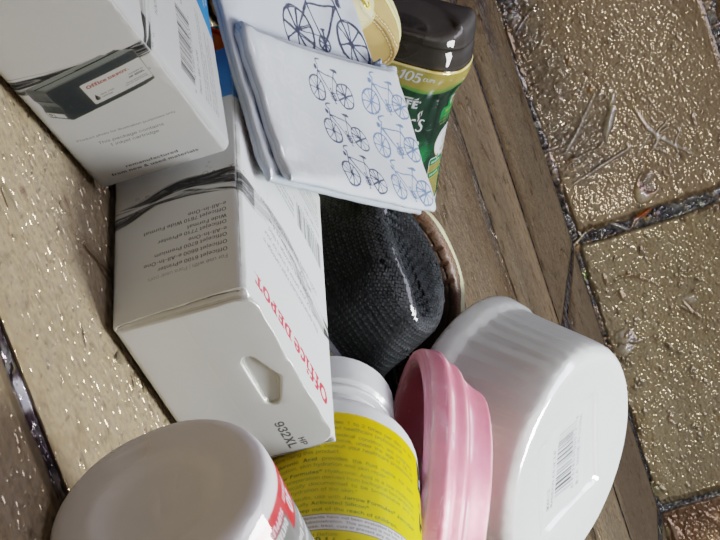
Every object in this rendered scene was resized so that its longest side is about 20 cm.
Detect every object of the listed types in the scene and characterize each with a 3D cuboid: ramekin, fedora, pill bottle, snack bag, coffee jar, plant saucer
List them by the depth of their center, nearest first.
[{"bbox_3d":[-0.059,0.180,0.993,0.114,0.113,0.201,-90,160,-52],"label":"pill bottle"},{"bbox_3d":[-0.018,0.147,1.228,0.201,0.111,0.112,-92,161,-50],"label":"pill bottle"},{"bbox_3d":[-0.029,-0.134,1.274,0.188,0.021,0.201,10,59,-58],"label":"snack bag"},{"bbox_3d":[0.048,0.154,1.348,0.201,0.050,0.202,-172,-90,-83],"label":"plant saucer"},{"bbox_3d":[0.000,0.000,1.451,0.201,0.091,0.201,50,21,-28],"label":"fedora"},{"bbox_3d":[0.115,0.128,1.508,0.200,0.097,0.202,-34,133,-46],"label":"ramekin"},{"bbox_3d":[0.022,-0.118,1.575,0.085,0.104,0.201,-57,162,-62],"label":"coffee jar"}]

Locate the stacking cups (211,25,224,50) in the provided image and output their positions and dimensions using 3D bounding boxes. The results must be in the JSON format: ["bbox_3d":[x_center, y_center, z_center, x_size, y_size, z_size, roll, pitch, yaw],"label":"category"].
[{"bbox_3d":[-0.103,-0.139,1.377,0.200,0.060,0.061,-14,87,-73],"label":"stacking cups"}]

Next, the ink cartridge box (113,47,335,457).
[{"bbox_3d":[-0.080,-0.006,1.214,0.145,0.083,0.201,62,17,-45],"label":"ink cartridge box"}]

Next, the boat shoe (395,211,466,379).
[{"bbox_3d":[0.051,0.043,1.585,0.075,0.074,0.204,-64,145,-73],"label":"boat shoe"}]

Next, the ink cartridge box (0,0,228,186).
[{"bbox_3d":[-0.151,-0.159,1.099,0.200,0.084,0.146,54,22,-59],"label":"ink cartridge box"}]

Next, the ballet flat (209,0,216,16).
[{"bbox_3d":[-0.070,-0.183,1.575,0.073,0.068,0.200,58,5,36],"label":"ballet flat"}]

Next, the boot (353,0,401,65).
[{"bbox_3d":[-0.024,-0.147,1.399,0.200,0.072,0.156,41,33,-54],"label":"boot"}]

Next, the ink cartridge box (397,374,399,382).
[{"bbox_3d":[0.020,0.107,1.612,0.201,0.043,0.199,-88,157,-58],"label":"ink cartridge box"}]
